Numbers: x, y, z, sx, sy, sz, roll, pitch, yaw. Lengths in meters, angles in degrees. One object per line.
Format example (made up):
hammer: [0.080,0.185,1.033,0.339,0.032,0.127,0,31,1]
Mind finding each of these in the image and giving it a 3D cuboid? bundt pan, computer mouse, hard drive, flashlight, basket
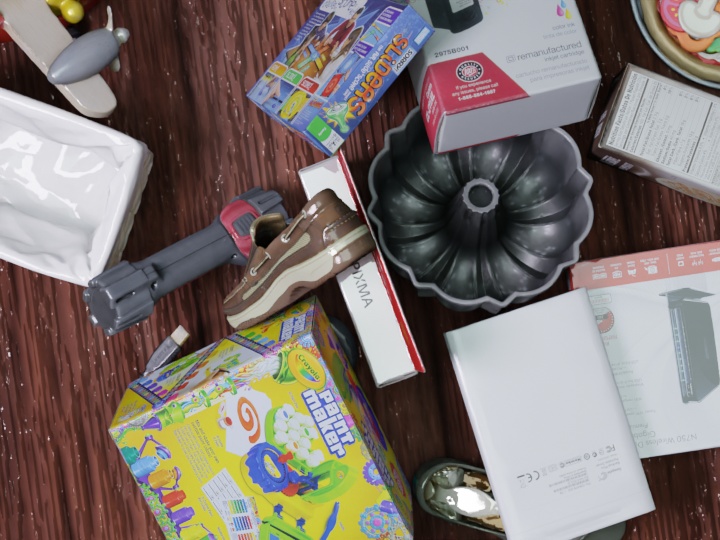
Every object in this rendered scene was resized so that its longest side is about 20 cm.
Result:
bundt pan: [0.101,-0.051,1.465,0.199,0.076,0.205,1,69,-3]
computer mouse: [-0.106,0.089,1.501,0.200,0.046,0.140,-44,96,11]
hard drive: [0.164,0.131,1.446,0.130,0.027,0.202,-17,88,-5]
flashlight: [-0.149,-0.006,1.448,0.199,0.068,0.068,-30,124,-32]
basket: [-0.291,-0.081,1.467,0.198,0.123,0.137,20,94,1]

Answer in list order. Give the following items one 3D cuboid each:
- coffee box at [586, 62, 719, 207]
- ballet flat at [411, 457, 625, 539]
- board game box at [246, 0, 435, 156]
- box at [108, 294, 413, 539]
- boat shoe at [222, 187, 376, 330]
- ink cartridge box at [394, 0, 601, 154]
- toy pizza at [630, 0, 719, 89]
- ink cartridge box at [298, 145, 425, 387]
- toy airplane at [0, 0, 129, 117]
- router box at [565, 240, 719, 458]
coffee box: [0.307,-0.106,1.461,0.198,0.114,0.081,21,90,3]
ballet flat: [0.141,0.216,1.483,0.197,0.064,0.068,13,89,1]
board game box: [-0.022,-0.177,1.430,0.034,0.200,0.136,40,91,-23]
box: [-0.080,0.163,1.430,0.191,0.122,0.202,-24,103,7]
boat shoe: [-0.063,-0.015,1.400,0.075,0.202,0.075,-34,92,-42]
ink cartridge box: [0.107,-0.220,1.446,0.144,0.083,0.202,-14,70,-7]
toy pizza: [0.342,-0.265,1.504,0.197,0.032,0.203,0,89,1]
ink cartridge box: [0.000,0.000,1.435,0.044,0.176,0.202,-21,88,0]
toy airplane: [-0.290,-0.241,1.422,0.199,0.201,0.141,26,130,-32]
router box: [0.294,0.068,1.489,0.197,0.049,0.182,-9,88,1]
